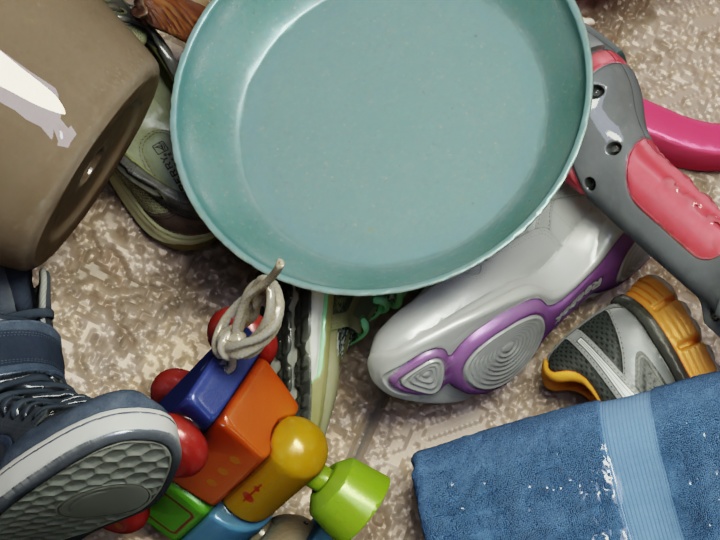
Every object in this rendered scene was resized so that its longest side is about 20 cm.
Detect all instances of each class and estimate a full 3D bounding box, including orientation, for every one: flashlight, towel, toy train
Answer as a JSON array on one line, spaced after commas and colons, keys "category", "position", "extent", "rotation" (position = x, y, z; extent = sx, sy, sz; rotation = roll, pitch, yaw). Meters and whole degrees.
[{"category": "flashlight", "position": [0.146, -0.039, 1.236], "extent": [0.068, 0.068, 0.200], "rotation": [-39, 58, -13]}, {"category": "towel", "position": [0.125, 0.113, 1.232], "extent": [0.199, 0.049, 0.112], "rotation": [-15, 83, 14]}, {"category": "toy train", "position": [-0.034, 0.077, 1.184], "extent": [0.116, 0.200, 0.085], "rotation": [37, 53, -6]}]

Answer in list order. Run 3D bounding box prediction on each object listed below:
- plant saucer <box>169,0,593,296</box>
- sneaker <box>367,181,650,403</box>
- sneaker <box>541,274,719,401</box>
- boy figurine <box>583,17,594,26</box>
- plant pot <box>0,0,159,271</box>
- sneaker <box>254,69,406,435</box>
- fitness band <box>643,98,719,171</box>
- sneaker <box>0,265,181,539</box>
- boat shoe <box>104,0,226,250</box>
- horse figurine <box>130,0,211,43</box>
[{"category": "plant saucer", "position": [0.012, -0.075, 1.237], "extent": [0.199, 0.036, 0.201], "rotation": [-5, 67, 12]}, {"category": "sneaker", "position": [0.063, -0.006, 1.293], "extent": [0.100, 0.075, 0.200], "rotation": [40, 52, 20]}, {"category": "sneaker", "position": [0.157, 0.105, 1.285], "extent": [0.077, 0.078, 0.200], "rotation": [-25, 76, -4]}, {"category": "boy figurine", "position": [0.081, -0.161, 1.319], "extent": [0.199, 0.064, 0.125], "rotation": [-17, 75, -10]}, {"category": "plant pot", "position": [-0.190, -0.092, 1.199], "extent": [0.174, 0.200, 0.200], "rotation": [32, 69, 2]}, {"category": "sneaker", "position": [0.000, 0.000, 1.287], "extent": [0.088, 0.077, 0.201], "rotation": [15, 74, -24]}, {"category": "fitness band", "position": [0.150, -0.134, 1.375], "extent": [0.200, 0.037, 0.144], "rotation": [24, 72, -3]}, {"category": "sneaker", "position": [-0.146, 0.049, 1.170], "extent": [0.077, 0.202, 0.147], "rotation": [3, 68, -30]}, {"category": "boat shoe", "position": [-0.125, -0.102, 1.289], "extent": [0.072, 0.066, 0.201], "rotation": [-35, 82, -19]}, {"category": "horse figurine", "position": [-0.071, -0.182, 1.323], "extent": [0.132, 0.050, 0.200], "rotation": [29, 55, -24]}]
